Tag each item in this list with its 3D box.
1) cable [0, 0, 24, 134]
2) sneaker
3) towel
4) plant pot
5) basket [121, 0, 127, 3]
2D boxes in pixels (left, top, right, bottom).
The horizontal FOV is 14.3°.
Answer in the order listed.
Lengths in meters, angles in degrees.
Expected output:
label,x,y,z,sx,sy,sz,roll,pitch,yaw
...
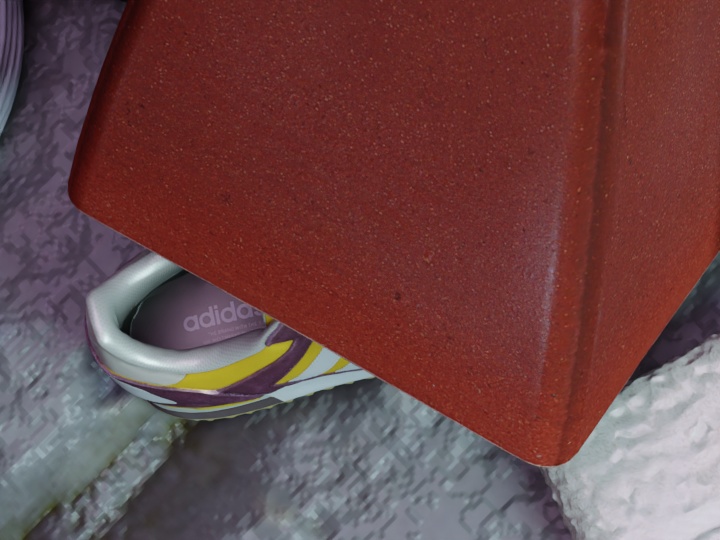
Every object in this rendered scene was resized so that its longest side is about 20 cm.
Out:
label,x,y,z,sx,sy,sz,roll,pitch,yaw
cable,-0.227,-0.091,1.089,0.200,0.069,0.200,-37,75,3
sneaker,0.000,0.000,1.013,0.199,0.090,0.075,-23,75,6
towel,0.171,0.069,0.995,0.199,0.034,0.133,-27,73,4
plant pot,0.041,-0.096,0.940,0.199,0.177,0.200,29,52,15
basket,-0.121,-0.189,1.005,0.181,0.200,0.136,-55,42,4
